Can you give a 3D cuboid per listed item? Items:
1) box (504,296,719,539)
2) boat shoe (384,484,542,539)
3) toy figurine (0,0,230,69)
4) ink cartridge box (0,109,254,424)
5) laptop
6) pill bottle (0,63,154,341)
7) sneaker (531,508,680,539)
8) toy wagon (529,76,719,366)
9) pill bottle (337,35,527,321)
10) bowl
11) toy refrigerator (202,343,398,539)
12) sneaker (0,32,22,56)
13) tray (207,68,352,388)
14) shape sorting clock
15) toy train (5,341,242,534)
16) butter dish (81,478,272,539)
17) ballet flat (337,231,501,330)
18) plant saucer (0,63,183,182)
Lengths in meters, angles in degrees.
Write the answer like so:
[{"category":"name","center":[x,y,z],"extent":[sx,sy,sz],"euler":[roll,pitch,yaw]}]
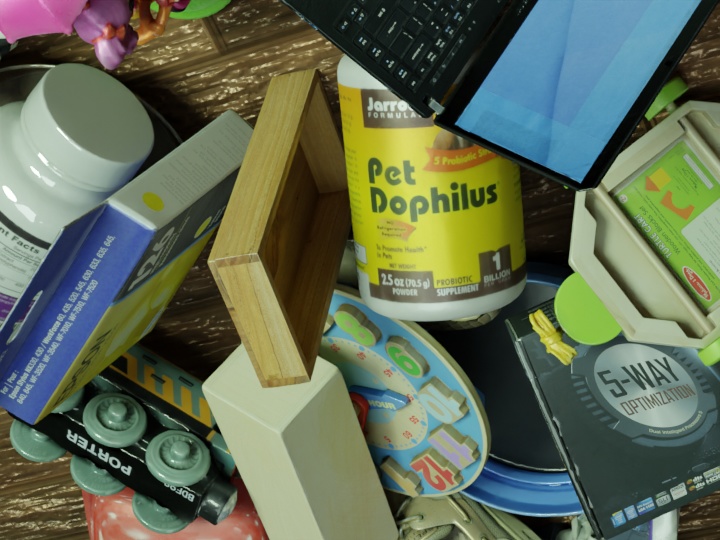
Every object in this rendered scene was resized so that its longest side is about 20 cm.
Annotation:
[{"category":"box","center":[0.216,0.067,1.185],"extent":[0.199,0.044,0.161],"euler":[-23,108,1]},{"category":"boat shoe","center":[0.053,0.186,1.325],"extent":[0.199,0.065,0.072],"euler":[38,125,11]},{"category":"toy figurine","center":[-0.159,-0.184,1.040],"extent":[0.149,0.185,0.201],"euler":[-21,121,25]},{"category":"ink cartridge box","center":[-0.159,0.009,1.141],"extent":[0.047,0.200,0.198],"euler":[39,127,3]},{"category":"laptop","center":[0.082,-0.172,0.997],"extent":[0.200,0.103,0.178],"euler":[38,80,-17]},{"category":"pill bottle","center":[-0.220,-0.040,1.170],"extent":[0.111,0.112,0.200],"euler":[34,126,-15]},{"category":"sneaker","center":[0.164,0.207,1.343],"extent":[0.145,0.081,0.201],"euler":[6,125,11]},{"category":"toy wagon","center":[0.191,-0.016,1.122],"extent":[0.200,0.040,0.156],"euler":[-38,84,1]},{"category":"pill bottle","center":[0.044,-0.078,1.108],"extent":[0.108,0.109,0.202],"euler":[-3,106,13]},{"category":"bowl","center":[0.121,0.083,1.265],"extent":[0.199,0.039,0.202],"euler":[8,122,14]},{"category":"toy refrigerator","center":[-0.037,0.133,1.243],"extent":[0.076,0.070,0.201],"euler":[26,150,34]},{"category":"sneaker","center":[-0.252,-0.133,1.139],"extent":[0.199,0.071,0.083],"euler":[-2,113,50]},{"category":"tray","center":[-0.045,-0.030,1.124],"extent":[0.037,0.201,0.099],"euler":[-8,126,18]},{"category":"shape sorting clock","center":[0.000,0.086,1.243],"extent":[0.199,0.039,0.201],"euler":[21,143,17]},{"category":"toy train","center":[-0.164,0.104,1.284],"extent":[0.199,0.114,0.086],"euler":[29,135,9]},{"category":"butter dish","center":[-0.131,0.212,1.362],"extent":[0.198,0.148,0.201],"euler":[5,127,8]},{"category":"ballet flat","center":[0.000,0.000,1.213],"extent":[0.198,0.046,0.068],"euler":[16,110,13]},{"category":"plant saucer","center":[-0.201,-0.063,1.239],"extent":[0.198,0.032,0.202],"euler":[6,128,8]}]
